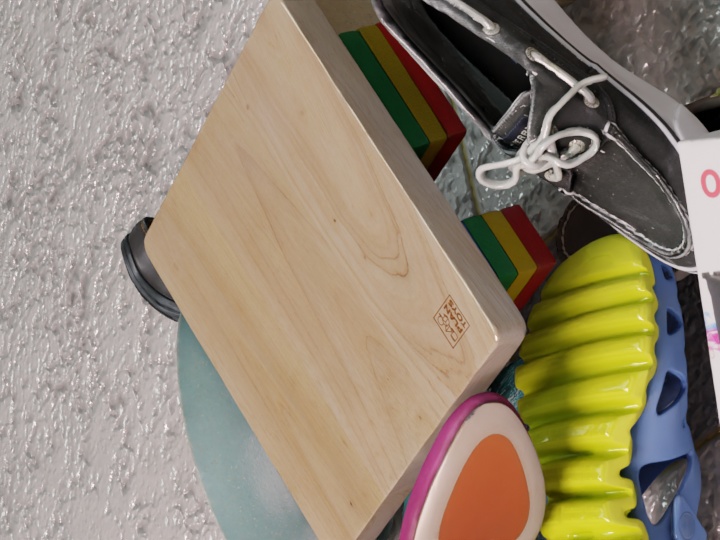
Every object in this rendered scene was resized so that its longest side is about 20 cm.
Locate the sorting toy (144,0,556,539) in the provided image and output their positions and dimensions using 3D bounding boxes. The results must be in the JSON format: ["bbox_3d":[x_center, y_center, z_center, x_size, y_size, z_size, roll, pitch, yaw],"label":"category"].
[{"bbox_3d":[0.000,0.000,1.246,0.200,0.069,0.199,57,142,21],"label":"sorting toy"}]

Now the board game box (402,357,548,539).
[{"bbox_3d":[0.058,0.155,1.306,0.135,0.028,0.201,-36,44,58],"label":"board game box"}]

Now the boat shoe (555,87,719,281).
[{"bbox_3d":[0.150,-0.041,1.219,0.200,0.059,0.072,-25,65,53],"label":"boat shoe"}]

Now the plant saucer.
[{"bbox_3d":[-0.030,0.085,1.380,0.036,0.200,0.201,-19,66,22],"label":"plant saucer"}]

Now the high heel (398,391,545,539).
[{"bbox_3d":[0.033,0.120,1.211,0.096,0.067,0.201,-121,34,-49],"label":"high heel"}]

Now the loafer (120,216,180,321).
[{"bbox_3d":[-0.072,0.009,1.551,0.200,0.073,0.073,37,107,43],"label":"loafer"}]

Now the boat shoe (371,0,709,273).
[{"bbox_3d":[0.085,-0.068,1.159,0.200,0.068,0.074,50,139,5],"label":"boat shoe"}]

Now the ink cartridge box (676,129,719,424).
[{"bbox_3d":[0.213,0.034,1.043,0.147,0.085,0.201,-2,100,58],"label":"ink cartridge box"}]

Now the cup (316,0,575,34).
[{"bbox_3d":[0.058,-0.200,1.312,0.200,0.143,0.201,-13,74,56],"label":"cup"}]

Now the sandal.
[{"bbox_3d":[0.123,0.084,1.206,0.079,0.087,0.201,-1,86,44],"label":"sandal"}]
